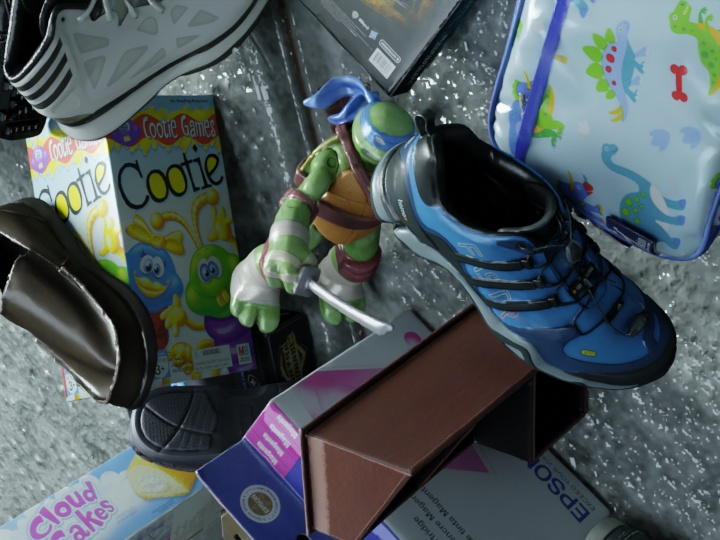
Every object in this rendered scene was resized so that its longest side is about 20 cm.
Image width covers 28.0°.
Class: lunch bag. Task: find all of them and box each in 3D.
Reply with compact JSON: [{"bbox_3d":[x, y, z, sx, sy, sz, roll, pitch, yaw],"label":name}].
[{"bbox_3d":[0.152,-0.117,0.748,0.160,0.082,0.201,36,132,27],"label":"lunch bag"}]

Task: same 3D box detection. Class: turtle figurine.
[{"bbox_3d":[0.000,0.000,0.903,0.200,0.144,0.194,47,146,4],"label":"turtle figurine"}]

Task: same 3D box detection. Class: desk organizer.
[{"bbox_3d":[0.056,0.091,0.864,0.076,0.199,0.072,16,122,34],"label":"desk organizer"}]

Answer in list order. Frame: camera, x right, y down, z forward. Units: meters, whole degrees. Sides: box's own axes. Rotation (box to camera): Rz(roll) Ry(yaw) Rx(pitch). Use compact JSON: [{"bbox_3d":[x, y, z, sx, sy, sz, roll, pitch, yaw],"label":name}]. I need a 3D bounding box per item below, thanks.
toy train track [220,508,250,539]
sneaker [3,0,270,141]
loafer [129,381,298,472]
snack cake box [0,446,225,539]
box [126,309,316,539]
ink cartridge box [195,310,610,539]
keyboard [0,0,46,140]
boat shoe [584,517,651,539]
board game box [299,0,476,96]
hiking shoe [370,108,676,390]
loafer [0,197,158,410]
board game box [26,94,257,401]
[{"bbox_3d":[-0.052,0.266,1.076,0.201,0.032,0.115,55,175,-5],"label":"toy train track"},{"bbox_3d":[-0.140,-0.169,0.910,0.200,0.115,0.076,-40,65,7],"label":"sneaker"},{"bbox_3d":[-0.068,0.121,1.039,0.063,0.198,0.073,121,153,-62],"label":"loafer"},{"bbox_3d":[-0.181,0.204,1.078,0.067,0.199,0.116,37,134,23],"label":"snack cake box"},{"bbox_3d":[-0.109,0.122,1.149,0.197,0.050,0.202,6,115,40],"label":"box"},{"bbox_3d":[0.032,0.140,0.913,0.196,0.199,0.043,45,136,14],"label":"ink cartridge box"},{"bbox_3d":[-0.214,-0.181,0.950,0.039,0.104,0.202,17,106,23],"label":"keyboard"},{"bbox_3d":[0.176,0.261,0.938,0.061,0.072,0.202,16,117,41],"label":"boat shoe"},{"bbox_3d":[-0.006,-0.222,0.857,0.200,0.028,0.135,48,123,12],"label":"board game box"},{"bbox_3d":[0.094,-0.003,0.780,0.199,0.075,0.087,35,161,-5],"label":"hiking shoe"},{"bbox_3d":[-0.208,0.026,0.970,0.200,0.071,0.074,42,122,34],"label":"loafer"},{"bbox_3d":[-0.158,-0.017,1.040,0.102,0.104,0.202,-13,86,46],"label":"board game box"}]
